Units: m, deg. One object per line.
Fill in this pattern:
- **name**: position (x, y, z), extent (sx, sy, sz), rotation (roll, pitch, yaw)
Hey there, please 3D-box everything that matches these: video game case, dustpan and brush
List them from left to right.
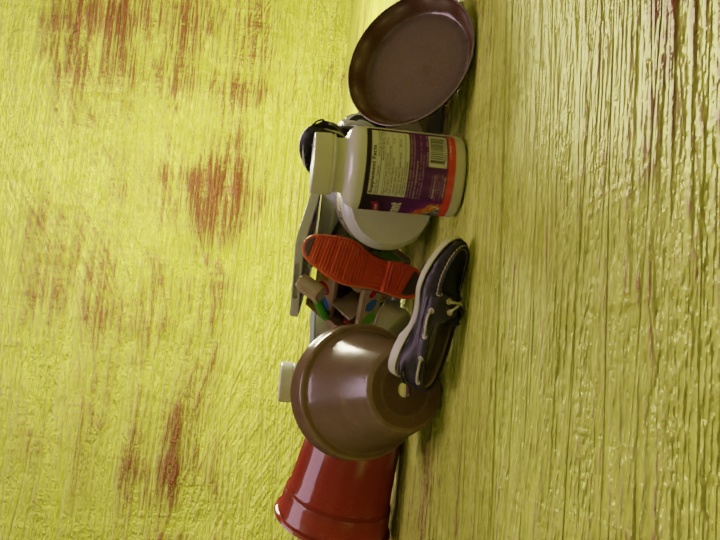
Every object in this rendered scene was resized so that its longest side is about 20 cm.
- **video game case**: position (-0.097, -0.033, 1.531), extent (0.200, 0.018, 0.143), rotation (100, -178, -49)
- **dustpan and brush**: position (0.053, 0.082, 1.417), extent (0.200, 0.057, 0.140), rotation (-56, -27, -30)

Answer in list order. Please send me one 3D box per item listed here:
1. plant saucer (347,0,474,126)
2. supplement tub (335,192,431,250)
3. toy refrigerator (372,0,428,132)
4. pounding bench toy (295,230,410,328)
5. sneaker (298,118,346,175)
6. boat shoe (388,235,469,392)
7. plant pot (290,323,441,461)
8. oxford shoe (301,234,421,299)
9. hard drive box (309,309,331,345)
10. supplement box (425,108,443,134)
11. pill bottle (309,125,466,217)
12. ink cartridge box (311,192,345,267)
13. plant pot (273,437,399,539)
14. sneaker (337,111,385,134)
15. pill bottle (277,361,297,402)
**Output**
- **plant saucer**: position (0.073, -0.287, 1.199), extent (0.032, 0.200, 0.201), rotation (28, -120, -52)
- **supplement tub**: position (0.036, -0.107, 1.376), extent (0.200, 0.144, 0.145), rotation (-136, 52, -82)
- **toy refrigerator**: position (0.077, -0.313, 1.280), extent (0.076, 0.070, 0.200), rotation (37, -116, -67)
- **pounding bench toy**: position (-0.035, 0.041, 1.521), extent (0.124, 0.200, 0.156), rotation (40, 139, 29)
- **sneaker**: position (-0.056, -0.187, 1.276), extent (0.079, 0.074, 0.200), rotation (54, -171, 7)
- **boat shoe**: position (0.097, 0.056, 1.073), extent (0.060, 0.074, 0.200), rotation (33, 107, 37)
- **plant pot**: position (0.025, 0.168, 1.206), extent (0.175, 0.200, 0.201), rotation (-19, 65, 62)
- **oxford shoe**: position (0.000, 0.000, 1.378), extent (0.073, 0.200, 0.071), rotation (129, 165, -82)
- **hard drive box**: position (-0.016, 0.142, 1.601), extent (0.200, 0.156, 0.077), rotation (-92, 10, -45)
- **supplement box**: position (0.086, -0.237, 1.418), extent (0.200, 0.061, 0.109), rotation (-143, 60, -83)
- **pill bottle**: position (0.034, -0.135, 1.166), extent (0.111, 0.200, 0.112), rotation (-175, 90, -84)
- **ink cartridge box**: position (0.004, -0.107, 1.582), extent (0.041, 0.199, 0.200), rotation (36, 134, 30)
- **plant pot**: position (-0.023, 0.326, 1.431), extent (0.201, 0.200, 0.196), rotation (-112, 37, -77)
- **sneaker**: position (0.017, -0.238, 1.373), extent (0.088, 0.076, 0.200), rotation (-52, 8, 3)
- **pill bottle**: position (-0.065, 0.232, 1.754), extent (0.111, 0.200, 0.112), rotation (-175, 90, -84)
